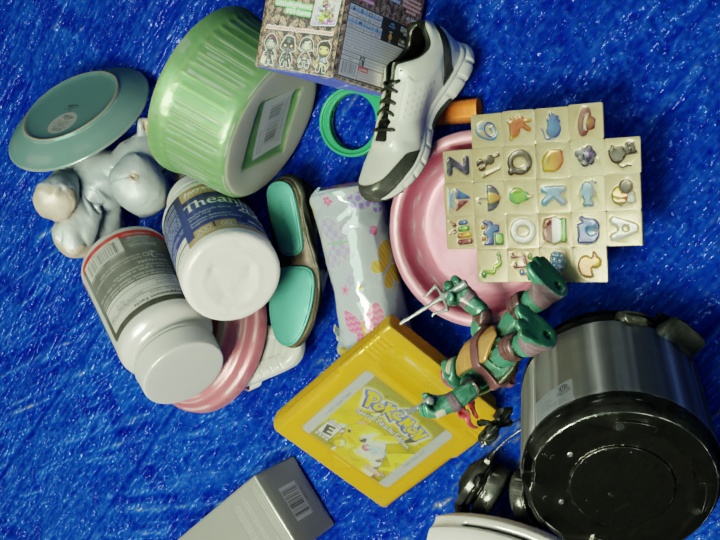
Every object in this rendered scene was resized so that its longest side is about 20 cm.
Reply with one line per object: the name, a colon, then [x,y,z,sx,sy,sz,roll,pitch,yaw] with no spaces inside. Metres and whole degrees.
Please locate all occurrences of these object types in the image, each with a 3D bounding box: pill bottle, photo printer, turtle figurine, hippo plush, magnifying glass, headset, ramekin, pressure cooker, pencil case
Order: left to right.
hippo plush: [-0.303,-0.106,1.195,0.160,0.201,0.160,-12,134,13]
pill bottle: [-0.242,0.051,1.082,0.114,0.113,0.200,-56,50,24]
pill bottle: [-0.169,-0.038,1.078,0.112,0.110,0.200,-66,30,20]
ramekin: [-0.135,-0.180,1.034,0.097,0.200,0.201,31,111,16]
pencil case: [0.000,0.000,1.041,0.090,0.083,0.202,-8,93,44]
magnifying glass: [0.041,-0.170,1.030,0.199,0.022,0.080,0,97,33]
turtle figurine: [0.114,0.073,0.902,0.200,0.100,0.151,-41,37,46]
headset: [0.152,0.239,0.976,0.123,0.094,0.202,7,112,29]
photo printer: [0.154,0.343,0.967,0.165,0.069,0.201,7,123,29]
pressure cooker: [0.236,0.134,0.860,0.174,0.200,0.180,-4,117,11]

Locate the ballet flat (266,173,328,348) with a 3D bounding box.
ballet flat: [-0.068,-0.012,1.087,0.068,0.068,0.202,4,98,28]

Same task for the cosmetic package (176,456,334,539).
cosmetic package: [-0.142,0.337,1.173,0.200,0.090,0.107,-41,76,31]

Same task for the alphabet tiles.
alphabet tiles: [0.172,-0.072,0.896,0.199,0.006,0.168,0,96,31]

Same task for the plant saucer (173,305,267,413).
plant saucer: [-0.202,0.073,1.151,0.199,0.051,0.202,-12,70,36]

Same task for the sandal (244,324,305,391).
sandal: [-0.143,0.116,1.157,0.202,0.050,0.083,-12,67,35]

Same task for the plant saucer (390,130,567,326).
plant saucer: [0.128,-0.044,0.968,0.199,0.051,0.202,5,99,29]

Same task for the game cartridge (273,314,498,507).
game cartridge: [0.030,0.162,1.024,0.176,0.033,0.200,38,121,-16]

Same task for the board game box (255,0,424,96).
board game box: [-0.010,-0.291,0.950,0.096,0.159,0.202,15,98,28]

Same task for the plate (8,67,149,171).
plate: [-0.363,-0.203,1.181,0.199,0.201,0.026,8,142,30]

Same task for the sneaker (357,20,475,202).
sneaker: [0.041,-0.165,0.948,0.073,0.080,0.201,10,71,50]
